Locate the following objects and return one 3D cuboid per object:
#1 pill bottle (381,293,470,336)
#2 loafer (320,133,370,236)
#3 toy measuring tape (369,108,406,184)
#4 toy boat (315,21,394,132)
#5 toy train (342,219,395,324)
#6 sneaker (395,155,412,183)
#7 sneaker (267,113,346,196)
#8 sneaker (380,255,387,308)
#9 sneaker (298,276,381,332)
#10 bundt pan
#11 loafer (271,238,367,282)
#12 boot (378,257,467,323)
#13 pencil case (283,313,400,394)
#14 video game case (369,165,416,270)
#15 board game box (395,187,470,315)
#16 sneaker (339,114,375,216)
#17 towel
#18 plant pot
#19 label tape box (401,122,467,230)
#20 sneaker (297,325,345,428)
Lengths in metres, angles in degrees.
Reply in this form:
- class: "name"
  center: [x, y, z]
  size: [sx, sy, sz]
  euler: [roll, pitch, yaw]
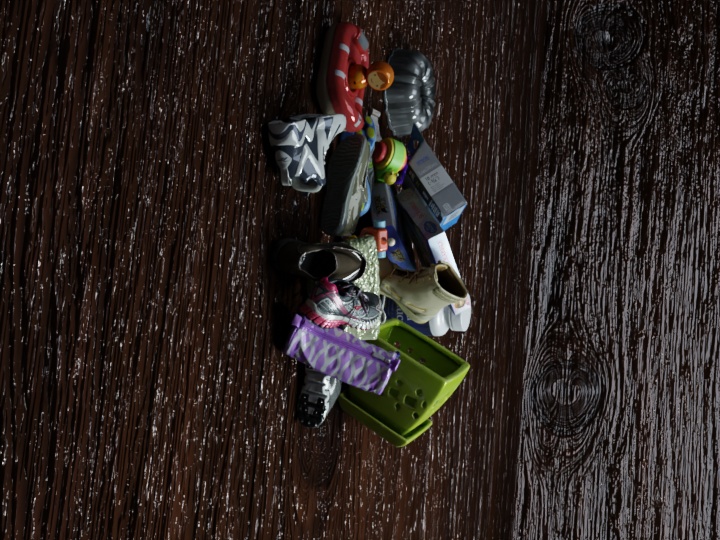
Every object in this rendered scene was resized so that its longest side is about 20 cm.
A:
- class: "pill bottle"
  center: [0.135, 0.084, 1.916]
  size: [0.111, 0.197, 0.113]
  euler: [2, 90, -68]
- class: "loafer"
  center: [-0.023, -0.156, 1.655]
  size: [0.069, 0.074, 0.203]
  euler: [25, 78, -52]
- class: "toy measuring tape"
  center: [0.055, -0.262, 1.783]
  size: [0.074, 0.073, 0.202]
  euler: [57, 23, -56]
- class: "toy boat"
  center: [-0.001, -0.354, 1.618]
  size: [0.130, 0.129, 0.203]
  euler: [41, 54, -62]
- class: "toy train"
  center: [0.000, 0.000, 1.675]
  size: [0.055, 0.150, 0.203]
  euler: [-8, 107, -35]
- class: "sneaker"
  center: [0.123, -0.231, 1.987]
  size: [0.200, 0.098, 0.071]
  euler: [-11, 100, -68]
- class: "sneaker"
  center: [-0.085, -0.195, 1.494]
  size: [0.199, 0.078, 0.132]
  euler: [-35, 125, -64]
- class: "sneaker"
  center: [0.031, 0.029, 1.821]
  size: [0.083, 0.071, 0.203]
  euler: [46, 50, -63]
- class: "sneaker"
  center: [-0.018, 0.054, 1.509]
  size: [0.199, 0.080, 0.075]
  euler: [1, 123, -59]
- class: "bundt pan"
  center: [0.119, -0.403, 1.998]
  size: [0.201, 0.075, 0.205]
  euler: [3, 90, -69]
- class: "loafer"
  center: [-0.058, -0.007, 1.498]
  size: [0.198, 0.071, 0.074]
  euler: [3, 105, -43]
- class: "boot"
  center: [0.099, 0.011, 1.715]
  size: [0.200, 0.155, 0.073]
  euler: [43, 55, -10]
- class: "pencil case"
  center: [-0.033, 0.141, 1.500]
  size: [0.086, 0.198, 0.085]
  euler: [122, -12, -63]
- class: "video game case"
  center: [0.063, -0.108, 1.846]
  size: [0.201, 0.045, 0.183]
  euler: [59, 19, -55]
- class: "board game box"
  center: [0.148, -0.041, 1.814]
  size: [0.200, 0.041, 0.202]
  euler: [-119, -175, -56]
- class: "sneaker"
  center: [-0.007, -0.205, 1.728]
  size: [0.083, 0.070, 0.203]
  euler: [93, -1, -85]
- class: "towel"
  center: [-0.029, 0.041, 1.605]
  size: [0.146, 0.036, 0.203]
  euler: [-10, 109, -22]
- class: "plant pot"
  center: [0.078, 0.229, 1.772]
  size: [0.183, 0.199, 0.199]
  euler: [-62, 163, 14]
- class: "label tape box"
  center: [0.134, -0.187, 1.841]
  size: [0.201, 0.063, 0.144]
  euler: [57, -10, 10]
- class: "sneaker"
  center: [-0.064, 0.180, 1.595]
  size: [0.090, 0.066, 0.203]
  euler: [3, 100, -76]
